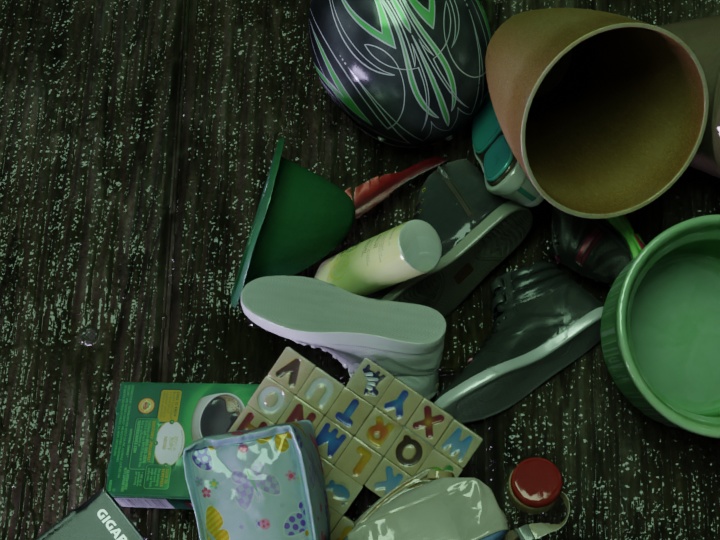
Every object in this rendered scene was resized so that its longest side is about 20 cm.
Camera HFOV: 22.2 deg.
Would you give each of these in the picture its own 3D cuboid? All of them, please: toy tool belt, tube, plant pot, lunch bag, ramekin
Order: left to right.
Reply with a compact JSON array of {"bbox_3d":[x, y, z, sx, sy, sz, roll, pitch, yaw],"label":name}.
[{"bbox_3d":[-0.077,0.237,1.622,0.127,0.170,0.200,-9,86,3],"label":"lunch bag"},{"bbox_3d":[0.000,0.000,1.769,0.058,0.200,0.052,-15,86,-36],"label":"tube"},{"bbox_3d":[0.087,0.240,1.657,0.200,0.123,0.125,-24,65,-10],"label":"toy tool belt"},{"bbox_3d":[0.199,-0.174,1.732,0.186,0.186,0.200,-29,31,-4],"label":"plant pot"},{"bbox_3d":[0.316,0.055,1.672,0.200,0.098,0.200,1,83,-9],"label":"ramekin"},{"bbox_3d":[0.348,-0.169,1.786,0.175,0.200,0.200,11,64,37],"label":"plant pot"}]

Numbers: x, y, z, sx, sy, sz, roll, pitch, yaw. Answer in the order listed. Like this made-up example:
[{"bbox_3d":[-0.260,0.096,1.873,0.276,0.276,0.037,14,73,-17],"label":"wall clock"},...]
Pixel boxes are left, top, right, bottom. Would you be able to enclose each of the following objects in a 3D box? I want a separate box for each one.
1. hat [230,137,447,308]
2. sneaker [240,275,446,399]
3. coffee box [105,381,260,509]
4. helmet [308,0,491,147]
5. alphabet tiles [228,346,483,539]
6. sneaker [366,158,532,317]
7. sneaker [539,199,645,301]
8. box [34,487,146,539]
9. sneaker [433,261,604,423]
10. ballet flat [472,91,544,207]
[{"bbox_3d":[-0.018,-0.036,1.817,0.176,0.166,0.200,17,96,-5],"label":"hat"},{"bbox_3d":[-0.019,0.076,1.753,0.200,0.116,0.074,14,48,13],"label":"sneaker"},{"bbox_3d":[-0.140,0.171,1.772,0.200,0.044,0.123,-1,65,12],"label":"coffee box"},{"bbox_3d":[0.042,-0.230,1.866,0.200,0.200,0.191,-26,37,-3],"label":"helmet"},{"bbox_3d":[-0.015,0.167,1.703,0.200,0.008,0.167,35,93,5],"label":"alphabet tiles"},{"bbox_3d":[0.066,-0.020,1.823,0.200,0.075,0.106,-38,50,-9],"label":"sneaker"},{"bbox_3d":[0.231,-0.019,1.788,0.084,0.077,0.200,-34,57,12],"label":"sneaker"},{"bbox_3d":[-0.253,0.338,1.686,0.198,0.050,0.200,-38,75,-8],"label":"box"},{"bbox_3d":[0.136,0.066,1.759,0.200,0.071,0.099,-32,59,-12],"label":"sneaker"},{"bbox_3d":[0.153,-0.118,1.836,0.069,0.069,0.200,-12,28,5],"label":"ballet flat"}]
